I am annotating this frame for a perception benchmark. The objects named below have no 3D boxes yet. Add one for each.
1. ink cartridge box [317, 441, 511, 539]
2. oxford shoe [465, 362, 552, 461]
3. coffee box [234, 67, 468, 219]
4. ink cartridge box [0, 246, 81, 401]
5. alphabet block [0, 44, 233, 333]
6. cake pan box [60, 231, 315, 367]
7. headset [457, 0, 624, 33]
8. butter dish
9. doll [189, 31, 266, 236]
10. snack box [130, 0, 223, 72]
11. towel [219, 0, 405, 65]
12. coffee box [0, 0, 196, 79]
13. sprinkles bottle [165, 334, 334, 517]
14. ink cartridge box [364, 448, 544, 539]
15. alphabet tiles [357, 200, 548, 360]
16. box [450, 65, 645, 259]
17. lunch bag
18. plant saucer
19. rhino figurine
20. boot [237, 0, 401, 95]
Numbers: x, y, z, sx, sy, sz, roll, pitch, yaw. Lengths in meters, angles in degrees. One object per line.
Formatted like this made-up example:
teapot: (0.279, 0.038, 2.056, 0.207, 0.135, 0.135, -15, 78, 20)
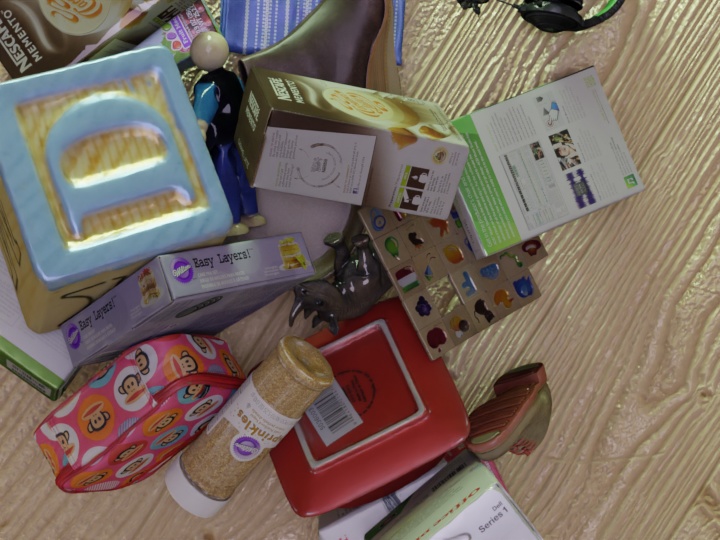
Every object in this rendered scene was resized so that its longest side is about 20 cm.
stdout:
ink cartridge box: (0.070, 0.285, 1.448, 0.199, 0.084, 0.146, -28, 93, -2)
oxford shoe: (0.162, 0.158, 1.397, 0.070, 0.200, 0.075, -18, 99, 27)
coffee box: (-0.011, -0.122, 1.317, 0.198, 0.115, 0.080, 8, 115, -20)
ink cartridge box: (-0.316, 0.010, 1.428, 0.147, 0.076, 0.201, 36, 70, -3)
alphabet block: (-0.253, -0.073, 1.321, 0.194, 0.200, 0.198, -16, 80, -21)
cake pan box: (-0.170, 0.031, 1.342, 0.183, 0.199, 0.053, -10, 75, -43)
headset: (0.195, -0.306, 1.425, 0.198, 0.094, 0.125, -18, 93, -13)
butter dish: (0.007, 0.162, 1.418, 0.198, 0.148, 0.201, -26, 52, -1)
doll: (-0.137, -0.138, 1.376, 0.048, 0.136, 0.202, -2, 102, 24)
snack box: (-0.257, -0.283, 1.413, 0.168, 0.068, 0.201, -27, 90, 3)
towel: (-0.049, -0.296, 1.450, 0.198, 0.024, 0.146, 4, 93, -3)
coffee box: (-0.266, -0.264, 1.340, 0.199, 0.080, 0.115, -36, 89, 5)
sprinkles bottle: (-0.111, 0.154, 1.350, 0.068, 0.068, 0.200, 40, 110, -3)
ink cartridge box: (0.086, 0.259, 1.306, 0.145, 0.200, 0.084, -40, 93, -1)
alphabet tiles: (0.106, -0.023, 1.421, 0.199, 0.008, 0.168, -27, 90, -34)
box: (0.183, -0.114, 1.435, 0.198, 0.036, 0.146, -21, 88, -17)
lunch bag: (-0.212, 0.145, 1.391, 0.199, 0.176, 0.082, -38, 70, 15)
plant saucer: (-0.087, -0.080, 1.453, 0.198, 0.032, 0.203, 0, 93, -2)
rhino figurine: (0.000, 0.000, 1.411, 0.200, 0.060, 0.088, -39, 125, -28)
boot: (-0.047, -0.236, 1.390, 0.165, 0.072, 0.202, -20, 105, -25)
